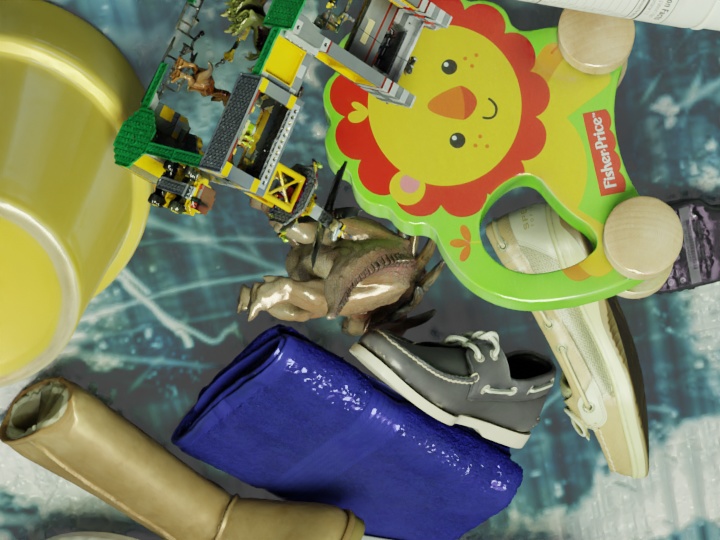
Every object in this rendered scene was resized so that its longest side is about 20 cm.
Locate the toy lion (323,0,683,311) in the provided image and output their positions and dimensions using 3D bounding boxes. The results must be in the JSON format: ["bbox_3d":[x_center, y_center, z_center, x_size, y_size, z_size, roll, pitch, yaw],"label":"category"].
[{"bbox_3d":[0.076,-0.071,1.297,0.190,0.069,0.202,-12,77,-1],"label":"toy lion"}]

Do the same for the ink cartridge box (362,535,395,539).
[{"bbox_3d":[0.042,0.260,1.428,0.198,0.174,0.044,8,136,6],"label":"ink cartridge box"}]

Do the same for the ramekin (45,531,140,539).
[{"bbox_3d":[-0.166,0.259,1.478,0.201,0.095,0.203,11,139,9],"label":"ramekin"}]

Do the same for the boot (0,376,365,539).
[{"bbox_3d":[-0.118,0.140,1.422,0.200,0.066,0.175,39,147,-23],"label":"boot"}]

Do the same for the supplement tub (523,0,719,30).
[{"bbox_3d":[0.123,-0.212,1.232,0.198,0.132,0.133,7,119,-8],"label":"supplement tub"}]

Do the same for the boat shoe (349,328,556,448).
[{"bbox_3d":[0.062,0.059,1.386,0.063,0.073,0.200,-55,146,6],"label":"boat shoe"}]

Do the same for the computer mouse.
[{"bbox_3d":[0.251,-0.026,1.407,0.198,0.034,0.059,-10,104,-3],"label":"computer mouse"}]

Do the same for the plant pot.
[{"bbox_3d":[-0.219,-0.033,1.284,0.199,0.189,0.202,-2,120,-3],"label":"plant pot"}]

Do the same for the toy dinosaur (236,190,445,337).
[{"bbox_3d":[0.000,0.000,1.339,0.134,0.200,0.087,12,89,-11],"label":"toy dinosaur"}]

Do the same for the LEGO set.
[{"bbox_3d":[-0.038,-0.104,1.260,0.115,0.153,0.202,29,75,-38],"label":"LEGO set"}]

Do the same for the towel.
[{"bbox_3d":[-0.007,0.114,1.449,0.199,0.050,0.148,31,139,-19],"label":"towel"}]

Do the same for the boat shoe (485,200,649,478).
[{"bbox_3d":[0.139,0.047,1.419,0.063,0.073,0.202,-15,117,14],"label":"boat shoe"}]
